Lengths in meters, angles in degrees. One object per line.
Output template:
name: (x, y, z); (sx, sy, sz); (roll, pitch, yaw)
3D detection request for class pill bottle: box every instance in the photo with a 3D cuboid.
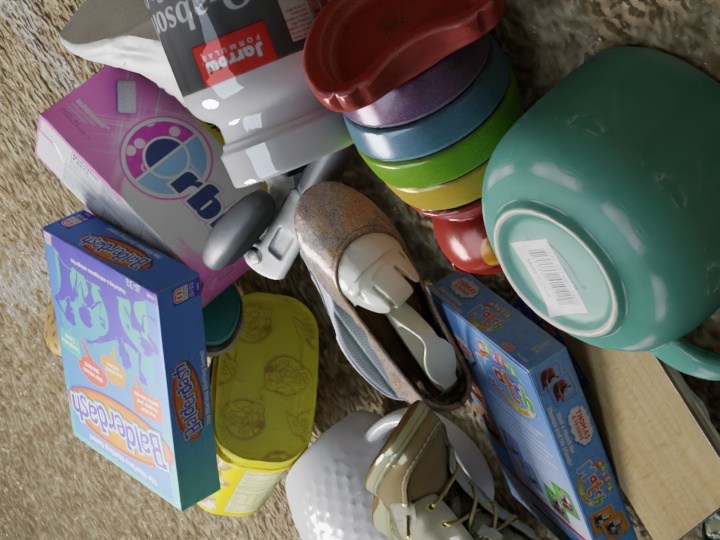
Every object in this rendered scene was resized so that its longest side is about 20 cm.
pill bottle: (-0.072, -0.163, 1.032); (0.116, 0.115, 0.201); (-9, 104, 59)

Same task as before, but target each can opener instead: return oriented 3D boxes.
can opener: (-0.041, -0.070, 1.128); (0.053, 0.066, 0.201); (41, 121, 14)

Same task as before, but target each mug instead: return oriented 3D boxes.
mug: (0.154, -0.022, 0.912); (0.185, 0.114, 0.153); (36, 150, 26)
mug: (0.038, 0.192, 1.340); (0.175, 0.147, 0.200); (45, 135, 15)

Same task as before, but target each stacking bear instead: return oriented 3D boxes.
stacking bear: (0.056, -0.079, 1.002); (0.201, 0.121, 0.114); (59, 179, -36)

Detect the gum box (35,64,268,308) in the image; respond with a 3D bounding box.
gum box: (-0.156, -0.078, 1.305); (0.200, 0.113, 0.066); (45, 152, 8)

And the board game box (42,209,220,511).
board game box: (-0.180, 0.070, 1.300); (0.152, 0.045, 0.201); (25, 130, 40)

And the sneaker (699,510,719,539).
sneaker: (0.249, 0.210, 1.089); (0.077, 0.089, 0.201); (13, 133, 48)

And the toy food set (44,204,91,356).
toy food set: (-0.221, -0.020, 1.434); (0.048, 0.199, 0.200); (13, 172, -22)

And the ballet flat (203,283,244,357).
ballet flat: (-0.136, 0.020, 1.367); (0.201, 0.069, 0.070); (-102, -2, -50)

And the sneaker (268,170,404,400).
sneaker: (0.000, 0.000, 1.227); (0.201, 0.073, 0.071); (63, -169, -10)

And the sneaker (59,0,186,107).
sneaker: (-0.151, -0.162, 1.251); (0.199, 0.075, 0.089); (17, 150, 45)

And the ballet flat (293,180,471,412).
ballet flat: (0.025, 0.022, 1.138); (0.200, 0.068, 0.067); (55, 169, -31)

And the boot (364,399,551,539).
boot: (0.081, 0.178, 1.165); (0.154, 0.072, 0.200); (34, 158, 17)

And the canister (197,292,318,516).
canister: (-0.098, 0.125, 1.446); (0.086, 0.150, 0.200); (7, 156, -10)

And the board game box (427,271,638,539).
board game box: (0.124, 0.111, 1.165); (0.151, 0.036, 0.201); (41, 159, 58)

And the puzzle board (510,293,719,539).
puzzle board: (0.170, 0.073, 1.065); (0.201, 0.017, 0.151); (60, 161, 16)
